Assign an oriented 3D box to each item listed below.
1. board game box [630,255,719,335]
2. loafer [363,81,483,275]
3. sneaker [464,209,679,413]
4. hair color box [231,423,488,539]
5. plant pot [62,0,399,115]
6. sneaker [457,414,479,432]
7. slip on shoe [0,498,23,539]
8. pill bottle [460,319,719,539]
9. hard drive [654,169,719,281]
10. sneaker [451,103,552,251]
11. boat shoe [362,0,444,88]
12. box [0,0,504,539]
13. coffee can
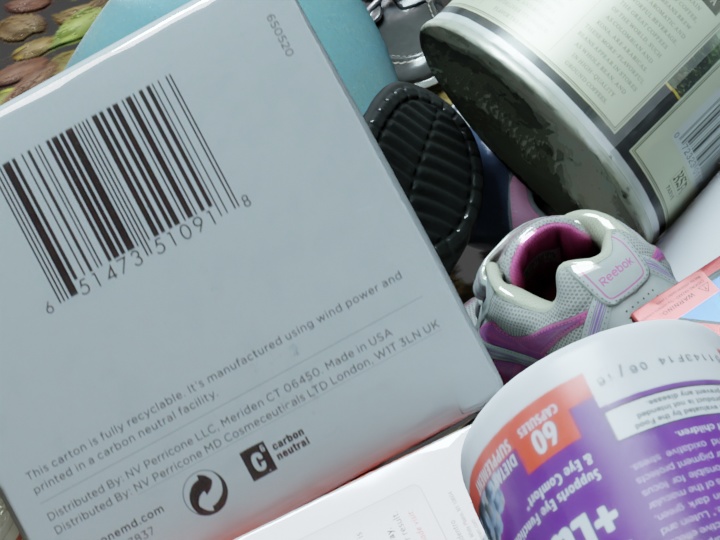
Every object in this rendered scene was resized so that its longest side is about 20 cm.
[{"bbox_3d":[0.214,-0.002,0.997,0.199,0.019,0.103,-33,48,-5],"label":"board game box"},{"bbox_3d":[0.000,0.000,1.197,0.071,0.073,0.201,-31,35,50],"label":"loafer"},{"bbox_3d":[0.089,0.014,1.119,0.081,0.088,0.200,-36,13,-21],"label":"sneaker"},{"bbox_3d":[-0.018,0.156,0.985,0.199,0.064,0.111,-25,63,-5],"label":"hair color box"},{"bbox_3d":[-0.052,-0.070,1.294,0.134,0.200,0.200,35,56,14],"label":"plant pot"},{"bbox_3d":[0.105,0.104,1.018,0.199,0.075,0.085,-2,45,37],"label":"sneaker"},{"bbox_3d":[-0.144,0.110,1.184,0.074,0.061,0.200,-42,15,16],"label":"slip on shoe"},{"bbox_3d":[0.119,0.126,0.889,0.111,0.112,0.201,-24,58,-1],"label":"pill bottle"},{"bbox_3d":[0.222,-0.039,1.094,0.200,0.027,0.132,-49,43,8],"label":"hard drive"},{"bbox_3d":[0.104,-0.098,1.281,0.082,0.070,0.201,19,79,26],"label":"sneaker"},{"bbox_3d":[0.004,-0.164,1.493,0.067,0.057,0.200,-24,32,-2],"label":"boat shoe"},{"bbox_3d":[-0.072,0.011,1.059,0.198,0.201,0.131,-29,-1,1],"label":"box"},{"bbox_3d":[0.146,-0.127,1.178,0.200,0.147,0.146,-44,35,-9],"label":"coffee can"}]
